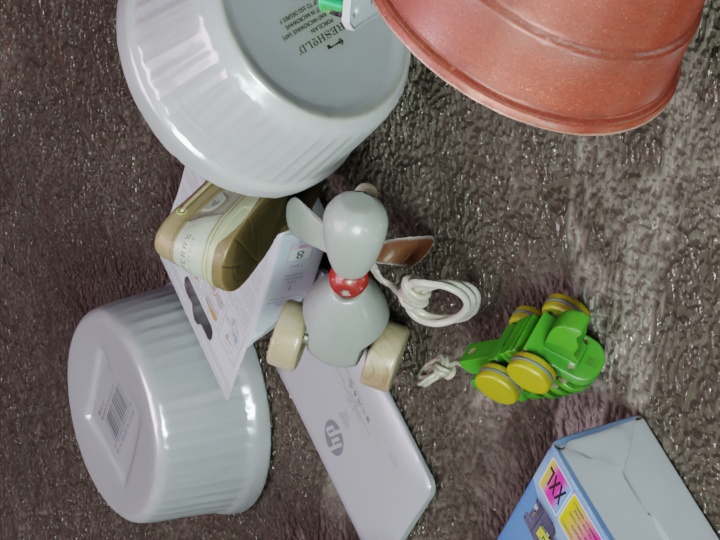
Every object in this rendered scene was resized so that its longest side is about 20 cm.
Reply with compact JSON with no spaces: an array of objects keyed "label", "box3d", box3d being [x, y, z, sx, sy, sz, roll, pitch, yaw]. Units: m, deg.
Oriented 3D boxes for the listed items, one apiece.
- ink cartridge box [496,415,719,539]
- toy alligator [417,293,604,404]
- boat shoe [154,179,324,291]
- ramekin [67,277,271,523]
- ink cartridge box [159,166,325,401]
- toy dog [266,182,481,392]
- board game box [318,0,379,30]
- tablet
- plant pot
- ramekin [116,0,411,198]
[{"label":"ink cartridge box","box3d":[0.145,0.208,1.540,0.137,0.076,0.200,60,148,30]},{"label":"toy alligator","box3d":[0.104,0.062,1.584,0.054,0.059,0.200,39,154,-14]},{"label":"boat shoe","box3d":[-0.077,-0.058,1.722,0.066,0.200,0.074,18,122,16]},{"label":"ramekin","box3d":[-0.161,0.110,2.026,0.200,0.098,0.201,31,127,53]},{"label":"ink cartridge box","box3d":[-0.090,-0.025,1.897,0.200,0.057,0.163,105,146,-48]},{"label":"toy dog","box3d":[0.000,0.000,1.707,0.200,0.132,0.096,-46,22,52]},{"label":"board game box","box3d":[0.036,-0.263,1.445,0.026,0.200,0.200,17,120,22]},{"label":"tablet","box3d":[-0.008,0.112,1.841,0.200,0.014,0.130,63,148,26]},{"label":"plant pot","box3d":[0.127,-0.211,1.313,0.201,0.200,0.195,61,139,29]},{"label":"ramekin","box3d":[-0.055,-0.158,1.648,0.094,0.202,0.203,-26,77,49]}]
